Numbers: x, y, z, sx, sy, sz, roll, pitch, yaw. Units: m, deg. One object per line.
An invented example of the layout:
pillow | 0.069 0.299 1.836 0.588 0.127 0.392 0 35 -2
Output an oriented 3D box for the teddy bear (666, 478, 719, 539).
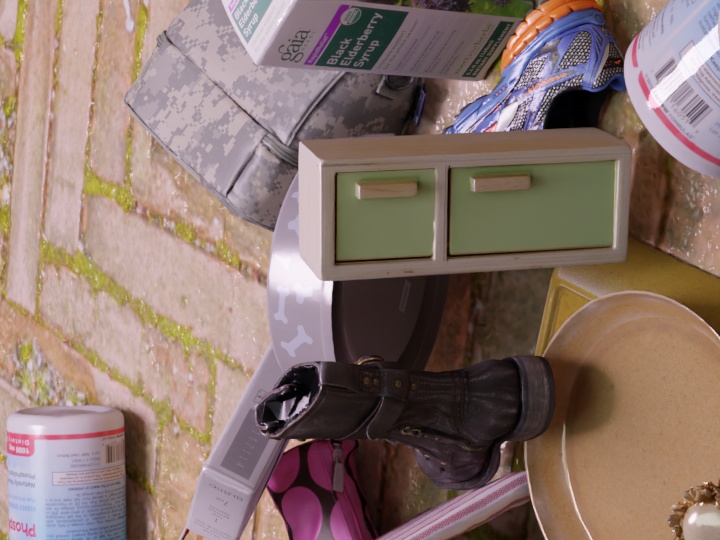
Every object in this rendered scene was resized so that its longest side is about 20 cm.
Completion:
teddy bear | 0.249 0.106 0.887 0.145 0.067 0.200 40 100 -4

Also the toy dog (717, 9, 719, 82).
toy dog | 0.271 -0.109 0.865 0.194 0.198 0.141 150 139 -71

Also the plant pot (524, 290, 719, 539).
plant pot | 0.175 0.113 1.076 0.199 0.027 0.203 2 93 52

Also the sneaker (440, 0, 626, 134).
sneaker | 0.110 -0.088 1.193 0.079 0.075 0.201 55 134 31

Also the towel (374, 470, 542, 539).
towel | 0.032 0.191 1.214 0.030 0.145 0.200 60 156 5

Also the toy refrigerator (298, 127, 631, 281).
toy refrigerator | 0.065 -0.042 1.106 0.070 0.198 0.077 -132 41 -70

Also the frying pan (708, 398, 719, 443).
frying pan | 0.269 0.144 1.027 0.115 0.031 0.191 -32 82 46

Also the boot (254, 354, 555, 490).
boot | 0.015 0.091 1.143 0.200 0.172 0.070 128 140 -61

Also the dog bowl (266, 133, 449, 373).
dog bowl | 0.000 0.000 1.233 0.058 0.200 0.202 9 100 24

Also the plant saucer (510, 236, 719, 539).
plant saucer | 0.170 0.091 1.141 0.199 0.048 0.202 29 114 48

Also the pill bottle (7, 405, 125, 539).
pill bottle | -0.274 0.231 1.669 0.108 0.108 0.203 1 92 52

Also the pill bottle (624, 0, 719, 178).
pill bottle | 0.243 -0.147 0.982 0.200 0.108 0.110 -46 57 43

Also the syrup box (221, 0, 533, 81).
syrup box | 0.010 -0.187 1.212 0.079 0.198 0.082 -55 51 37

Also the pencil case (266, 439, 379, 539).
pencil case | -0.008 0.223 1.352 0.094 0.090 0.202 -44 60 44

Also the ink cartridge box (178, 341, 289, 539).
ink cartridge box | -0.072 0.117 1.323 0.044 0.201 0.177 26 144 2

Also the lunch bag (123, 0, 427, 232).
lunch bag | -0.057 -0.137 1.357 0.200 0.139 0.169 44 109 38
